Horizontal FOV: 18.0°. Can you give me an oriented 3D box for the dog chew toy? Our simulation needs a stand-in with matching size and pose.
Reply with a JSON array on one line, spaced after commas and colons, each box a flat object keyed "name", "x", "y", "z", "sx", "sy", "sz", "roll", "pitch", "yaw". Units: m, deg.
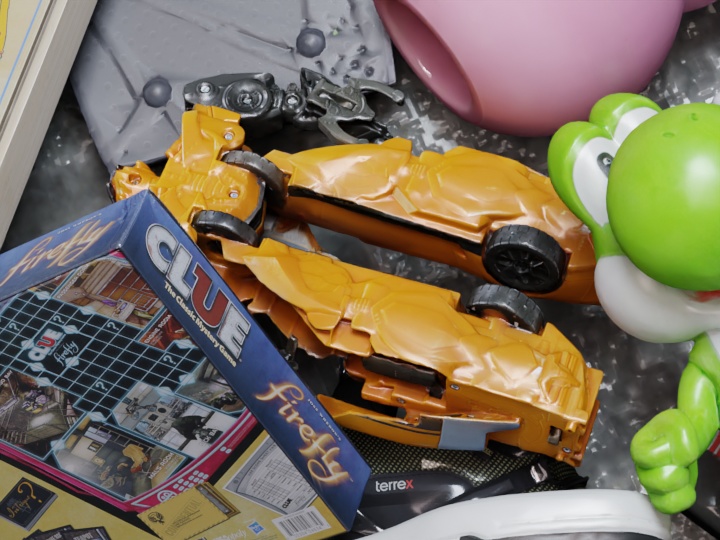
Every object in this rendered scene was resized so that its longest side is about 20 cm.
[{"name": "dog chew toy", "x": 0.101, "y": -0.143, "z": 0.871, "sx": 0.200, "sy": 0.125, "sz": 0.125, "roll": -39, "pitch": 77, "yaw": -9}]

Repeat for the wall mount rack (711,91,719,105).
[{"name": "wall mount rack", "x": 0.213, "y": -0.051, "z": 0.836, "sx": 0.200, "sy": 0.075, "sz": 0.174, "roll": 40, "pitch": 59, "yaw": 13}]

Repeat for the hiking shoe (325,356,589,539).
[{"name": "hiking shoe", "x": 0.063, "y": 0.095, "z": 0.847, "sx": 0.199, "sy": 0.076, "sz": 0.101, "roll": 23, "pitch": 86, "yaw": 12}]

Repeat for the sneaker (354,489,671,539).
[{"name": "sneaker", "x": 0.018, "y": 0.147, "z": 0.774, "sx": 0.199, "sy": 0.073, "sz": 0.113, "roll": -16, "pitch": 67, "yaw": 21}]

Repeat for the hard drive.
[{"name": "hard drive", "x": -0.068, "y": -0.146, "z": 0.929, "sx": 0.134, "sy": 0.042, "sz": 0.201, "roll": -18, "pitch": 78, "yaw": 4}]

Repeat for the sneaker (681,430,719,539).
[{"name": "sneaker", "x": 0.218, "y": 0.093, "z": 0.832, "sx": 0.201, "sy": 0.067, "sz": 0.108, "roll": 35, "pitch": 87, "yaw": 15}]

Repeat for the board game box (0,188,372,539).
[{"name": "board game box", "x": -0.114, "y": 0.062, "z": 0.815, "sx": 0.199, "sy": 0.035, "sz": 0.136, "roll": -21, "pitch": 119, "yaw": 31}]

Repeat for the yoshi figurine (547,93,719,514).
[{"name": "yoshi figurine", "x": 0.136, "y": 0.023, "z": 0.749, "sx": 0.200, "sy": 0.112, "sz": 0.112, "roll": 52, "pitch": 129, "yaw": 4}]

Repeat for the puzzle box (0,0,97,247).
[{"name": "puzzle box", "x": -0.175, "y": -0.090, "z": 0.879, "sx": 0.132, "sy": 0.025, "sz": 0.201, "roll": 11, "pitch": 67, "yaw": 16}]

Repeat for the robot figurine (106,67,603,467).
[{"name": "robot figurine", "x": 0.000, "y": 0.000, "z": 0.843, "sx": 0.199, "sy": 0.058, "sz": 0.145, "roll": 16, "pitch": 57, "yaw": 12}]
